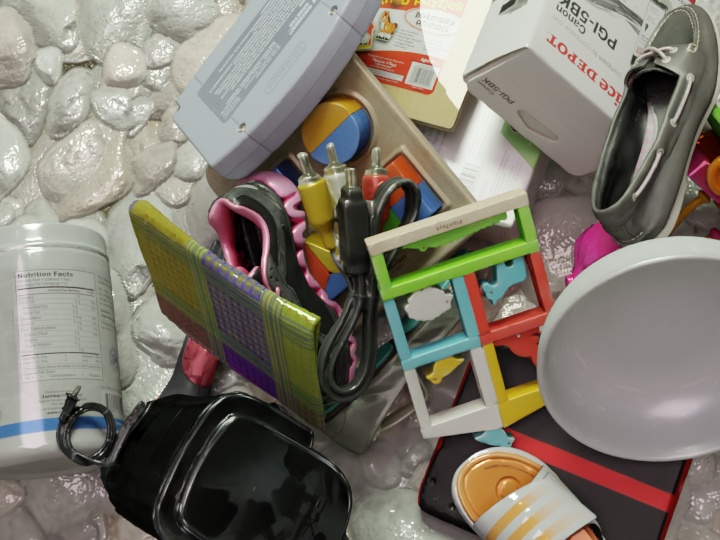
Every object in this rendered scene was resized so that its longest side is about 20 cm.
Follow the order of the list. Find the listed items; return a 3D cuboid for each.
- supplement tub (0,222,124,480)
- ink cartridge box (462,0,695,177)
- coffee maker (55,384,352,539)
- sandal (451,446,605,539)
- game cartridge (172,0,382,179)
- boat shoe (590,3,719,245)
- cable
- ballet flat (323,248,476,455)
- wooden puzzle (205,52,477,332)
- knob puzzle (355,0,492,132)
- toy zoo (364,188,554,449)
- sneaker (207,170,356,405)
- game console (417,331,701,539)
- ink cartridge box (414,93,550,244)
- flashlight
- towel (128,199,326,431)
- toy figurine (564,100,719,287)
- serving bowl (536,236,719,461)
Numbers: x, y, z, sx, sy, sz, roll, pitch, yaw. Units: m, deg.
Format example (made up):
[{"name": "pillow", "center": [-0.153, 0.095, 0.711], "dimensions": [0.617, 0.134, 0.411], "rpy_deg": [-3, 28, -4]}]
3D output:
[{"name": "supplement tub", "center": [-0.277, 0.073, 0.979], "dimensions": [0.131, 0.132, 0.202], "rpy_deg": [-12, 74, 9]}, {"name": "ink cartridge box", "center": [0.186, -0.202, 0.914], "dimensions": [0.146, 0.083, 0.201], "rpy_deg": [33, 64, -24]}, {"name": "coffee maker", "center": [-0.124, 0.158, 0.838], "dimensions": [0.190, 0.200, 0.136], "rpy_deg": [9, 80, -20]}, {"name": "sandal", "center": [0.159, 0.215, 0.861], "dimensions": [0.079, 0.059, 0.207], "rpy_deg": [-43, 77, -8]}, {"name": "game cartridge", "center": [-0.070, -0.175, 0.929], "dimensions": [0.200, 0.040, 0.133], "rpy_deg": [-51, 38, 8]}, {"name": "boat shoe", "center": [0.218, -0.116, 0.830], "dimensions": [0.067, 0.057, 0.202], "rpy_deg": [-5, 65, 54]}, {"name": "cable", "center": [0.000, 0.000, 0.893], "dimensions": [0.096, 0.050, 0.202], "rpy_deg": [-6, 103, -22]}, {"name": "ballet flat", "center": [0.046, 0.072, 0.956], "dimensions": [0.064, 0.067, 0.200], "rpy_deg": [42, 88, -10]}, {"name": "wooden puzzle", "center": [-0.024, -0.062, 0.944], "dimensions": [0.185, 0.046, 0.201], "rpy_deg": [-40, 86, 28]}, {"name": "knob puzzle", "center": [0.034, -0.228, 0.972], "dimensions": [0.217, 0.030, 0.222], "rpy_deg": [-4, 73, 14]}, {"name": "toy zoo", "center": [0.091, 0.050, 0.885], "dimensions": [0.130, 0.020, 0.202], "rpy_deg": [-18, 108, -2]}, {"name": "sneaker", "center": [-0.069, 0.020, 0.904], "dimensions": [0.078, 0.095, 0.202], "rpy_deg": [-23, 91, 21]}, {"name": "game console", "center": [0.165, 0.150, 0.924], "dimensions": [0.198, 0.031, 0.178], "rpy_deg": [20, 86, 16]}, {"name": "ink cartridge box", "center": [0.061, -0.109, 0.985], "dimensions": [0.198, 0.067, 0.118], "rpy_deg": [20, 80, 16]}, {"name": "flashlight", "center": [-0.135, 0.074, 0.982], "dimensions": [0.067, 0.068, 0.202], "rpy_deg": [17, 81, 16]}, {"name": "towel", "center": [-0.103, 0.032, 0.880], "dimensions": [0.199, 0.144, 0.023], "rpy_deg": [32, 58, 27]}, {"name": "toy figurine", "center": [0.260, -0.010, 0.902], "dimensions": [0.184, 0.150, 0.200], "rpy_deg": [-40, 110, 17]}, {"name": "serving bowl", "center": [0.227, 0.050, 0.836], "dimensions": [0.198, 0.201, 0.066], "rpy_deg": [-10, 38, 9]}]
